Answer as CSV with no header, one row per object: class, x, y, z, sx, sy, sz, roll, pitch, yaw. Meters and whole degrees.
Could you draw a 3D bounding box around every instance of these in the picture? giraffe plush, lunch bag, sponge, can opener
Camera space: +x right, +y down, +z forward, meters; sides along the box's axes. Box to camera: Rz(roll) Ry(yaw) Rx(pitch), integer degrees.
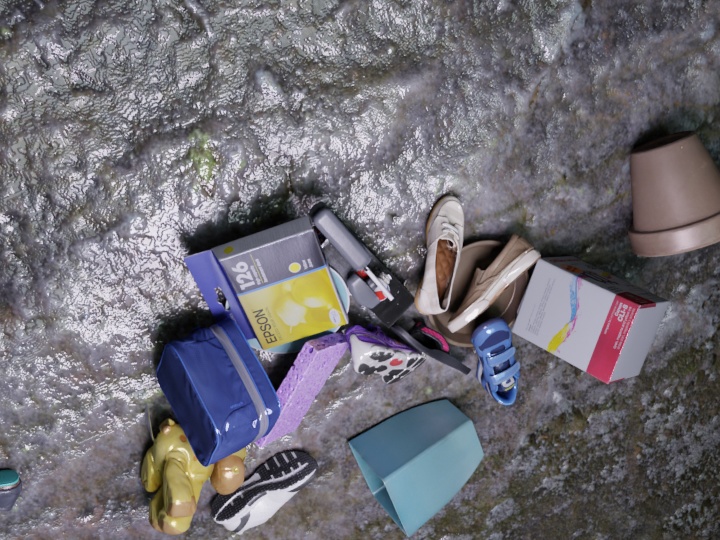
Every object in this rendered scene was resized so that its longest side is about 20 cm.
giraffe plush,-0.256,0.312,1.366,0.160,0.172,0.203,-2,78,-31
lunch bag,-0.212,0.174,1.279,0.131,0.201,0.136,-20,159,-33
sponge,-0.098,0.193,1.376,0.201,0.030,0.111,-59,160,19
can opener,-0.015,-0.017,1.284,0.066,0.053,0.201,-38,119,-1

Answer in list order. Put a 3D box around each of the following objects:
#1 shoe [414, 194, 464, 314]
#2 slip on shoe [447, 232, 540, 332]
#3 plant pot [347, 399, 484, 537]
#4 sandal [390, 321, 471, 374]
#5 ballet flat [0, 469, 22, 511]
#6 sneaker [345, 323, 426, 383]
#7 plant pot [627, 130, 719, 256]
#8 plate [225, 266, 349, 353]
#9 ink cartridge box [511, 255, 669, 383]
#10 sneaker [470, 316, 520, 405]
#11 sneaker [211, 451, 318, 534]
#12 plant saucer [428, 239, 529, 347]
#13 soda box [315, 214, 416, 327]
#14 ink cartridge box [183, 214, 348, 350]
shoe,0.139,-0.025,1.379,0.069,0.053,0.203,15,83,-25
slip on shoe,0.214,0.022,1.428,0.200,0.076,0.061,-45,80,11
plant pot,0.111,0.335,1.508,0.199,0.141,0.143,-30,119,-15
sandal,0.125,0.124,1.463,0.199,0.075,0.045,30,93,-36
ballet flat,-0.616,0.339,1.268,0.197,0.073,0.074,7,109,-26
sneaker,0.043,0.130,1.413,0.080,0.084,0.200,-36,149,15
plant pot,0.546,-0.140,1.463,0.198,0.200,0.177,-23,99,-10
plate,-0.116,0.052,1.339,0.197,0.026,0.202,-7,131,-8
ink cartridge box,0.391,0.078,1.449,0.144,0.199,0.146,-3,115,-51
sneaker,0.246,0.161,1.490,0.073,0.083,0.201,-23,137,-5
sneaker,-0.160,0.387,1.471,0.198,0.074,0.080,-28,133,-3
plant saucer,0.203,0.038,1.478,0.197,0.029,0.203,-8,114,-19
soda box,0.000,0.000,1.363,0.071,0.063,0.200,-44,119,1
ink cartridge box,-0.138,0.031,1.273,0.198,0.047,0.199,-20,131,0
